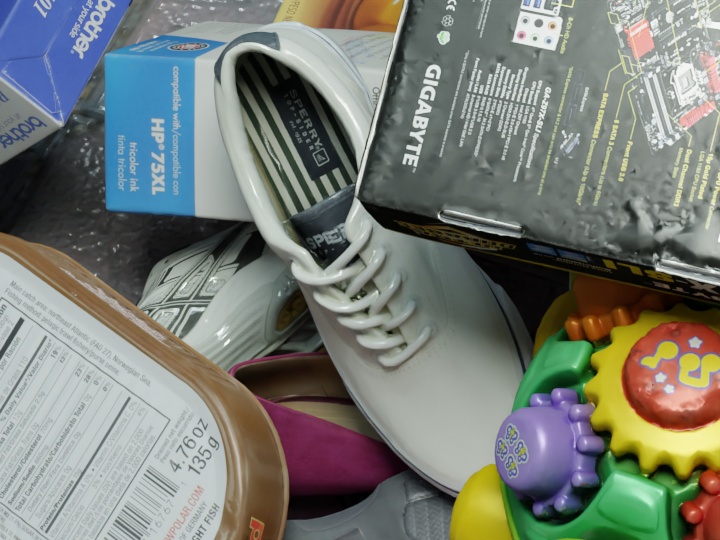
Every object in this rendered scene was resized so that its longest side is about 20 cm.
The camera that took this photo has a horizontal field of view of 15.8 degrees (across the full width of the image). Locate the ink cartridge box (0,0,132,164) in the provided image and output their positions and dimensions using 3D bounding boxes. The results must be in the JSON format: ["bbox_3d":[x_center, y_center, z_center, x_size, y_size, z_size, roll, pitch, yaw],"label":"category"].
[{"bbox_3d":[-0.169,-0.078,1.097,0.044,0.200,0.094,38,57,-21],"label":"ink cartridge box"}]

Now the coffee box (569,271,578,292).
[{"bbox_3d":[0.196,-0.050,0.981,0.199,0.200,0.198,10,39,16],"label":"coffee box"}]

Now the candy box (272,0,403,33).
[{"bbox_3d":[0.039,-0.137,1.182,0.116,0.057,0.200,13,59,16],"label":"candy box"}]

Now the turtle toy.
[{"bbox_3d":[0.100,0.075,0.860,0.145,0.101,0.200,18,63,19],"label":"turtle toy"}]

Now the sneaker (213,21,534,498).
[{"bbox_3d":[0.000,0.000,0.954,0.073,0.071,0.200,-34,83,18],"label":"sneaker"}]

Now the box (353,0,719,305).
[{"bbox_3d":[0.100,-0.096,0.846,0.159,0.049,0.201,13,83,13],"label":"box"}]

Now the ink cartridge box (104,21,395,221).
[{"bbox_3d":[0.009,-0.058,1.049,0.199,0.067,0.116,5,13,17],"label":"ink cartridge box"}]

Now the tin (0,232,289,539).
[{"bbox_3d":[-0.116,0.061,0.987,0.200,0.042,0.112,33,89,27],"label":"tin"}]

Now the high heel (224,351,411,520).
[{"bbox_3d":[0.044,0.052,1.020,0.200,0.096,0.068,-17,53,-5],"label":"high heel"}]

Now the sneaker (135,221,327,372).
[{"bbox_3d":[-0.073,0.040,1.072,0.200,0.076,0.088,-34,35,-14],"label":"sneaker"}]

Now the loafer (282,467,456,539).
[{"bbox_3d":[-0.012,0.128,0.999,0.200,0.063,0.072,-20,52,4],"label":"loafer"}]
